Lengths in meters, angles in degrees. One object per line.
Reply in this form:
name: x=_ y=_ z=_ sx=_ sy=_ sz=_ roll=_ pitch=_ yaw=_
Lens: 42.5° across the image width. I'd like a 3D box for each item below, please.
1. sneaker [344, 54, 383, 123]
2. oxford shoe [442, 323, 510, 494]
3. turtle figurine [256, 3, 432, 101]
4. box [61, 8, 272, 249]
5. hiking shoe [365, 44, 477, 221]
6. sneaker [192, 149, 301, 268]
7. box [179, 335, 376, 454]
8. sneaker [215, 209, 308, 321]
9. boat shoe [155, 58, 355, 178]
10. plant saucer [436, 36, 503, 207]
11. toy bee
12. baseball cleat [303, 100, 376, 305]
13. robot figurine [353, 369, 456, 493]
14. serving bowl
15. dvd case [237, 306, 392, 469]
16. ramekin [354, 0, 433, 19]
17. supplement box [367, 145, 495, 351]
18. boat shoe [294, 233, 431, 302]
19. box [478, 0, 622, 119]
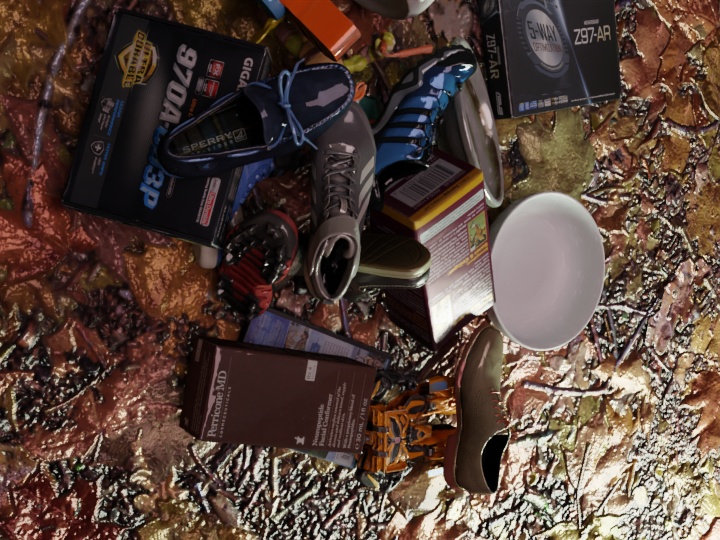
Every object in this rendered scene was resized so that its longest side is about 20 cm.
sneaker: x=0.006 y=-0.153 z=1.054 sx=0.080 sy=0.071 sz=0.201 roll=-41 pitch=112 yaw=-16
oxford shoe: x=0.154 y=0.166 z=1.105 sx=0.070 sy=0.074 sz=0.203 roll=8 pitch=88 yaw=-42
turtle figurine: x=-0.036 y=-0.229 z=0.979 sx=0.198 sy=0.065 sz=0.163 roll=-25 pitch=64 yaw=-5
box: x=-0.188 y=-0.137 z=0.909 sx=0.157 sy=0.046 sz=0.203 roll=15 pitch=86 yaw=4
hiking shoe: x=0.057 y=-0.146 z=0.975 sx=0.200 sy=0.087 sz=0.074 roll=-44 pitch=161 yaw=6
sneaker: x=-0.117 y=-0.100 z=0.981 sx=0.110 sy=0.077 sz=0.203 roll=6 pitch=85 yaw=-22
box: x=-0.087 y=0.136 z=1.005 sx=0.198 sy=0.075 sz=0.102 roll=10 pitch=90 yaw=-29
sneaker: x=-0.093 y=-0.024 z=0.947 sx=0.071 sy=0.201 sz=0.098 roll=38 pitch=64 yaw=1
boat shoe: x=-0.090 y=-0.133 z=0.852 sx=0.198 sy=0.069 sz=0.085 roll=-31 pitch=94 yaw=-9
plant saucer: x=0.122 y=-0.169 z=1.096 sx=0.200 sy=0.050 sz=0.203 roll=-13 pitch=90 yaw=-72
toy bee: x=-0.074 y=-0.293 z=0.930 sx=0.129 sy=0.109 sz=0.202 roll=-23 pitch=92 yaw=1
baseball cleat: x=-0.015 y=-0.067 z=0.895 sx=0.069 sy=0.106 sz=0.203 roll=2 pitch=95 yaw=-9
robot figurine: x=0.070 y=0.189 z=1.120 sx=0.198 sy=0.058 sz=0.147 roll=-4 pitch=96 yaw=-41
serving bowl: x=0.224 y=-0.001 z=1.203 sx=0.198 sy=0.066 sz=0.204 roll=-3 pitch=95 yaw=-30
dvd case: x=-0.063 y=0.135 z=1.070 sx=0.198 sy=0.017 sz=0.145 roll=24 pitch=82 yaw=-30
ramekin: x=0.019 y=-0.358 z=0.975 sx=0.200 sy=0.200 sz=0.106 roll=39 pitch=84 yaw=-28
supplement box: x=0.083 y=-0.023 z=1.063 sx=0.110 sy=0.085 sz=0.202 roll=-35 pitch=136 yaw=-24
boat shoe: x=-0.001 y=0.000 z=0.996 sx=0.071 sy=0.199 sz=0.067 roll=-33 pitch=120 yaw=-40
box: x=0.249 y=-0.290 z=1.204 sx=0.198 sy=0.043 sz=0.163 roll=-13 pitch=102 yaw=-29
